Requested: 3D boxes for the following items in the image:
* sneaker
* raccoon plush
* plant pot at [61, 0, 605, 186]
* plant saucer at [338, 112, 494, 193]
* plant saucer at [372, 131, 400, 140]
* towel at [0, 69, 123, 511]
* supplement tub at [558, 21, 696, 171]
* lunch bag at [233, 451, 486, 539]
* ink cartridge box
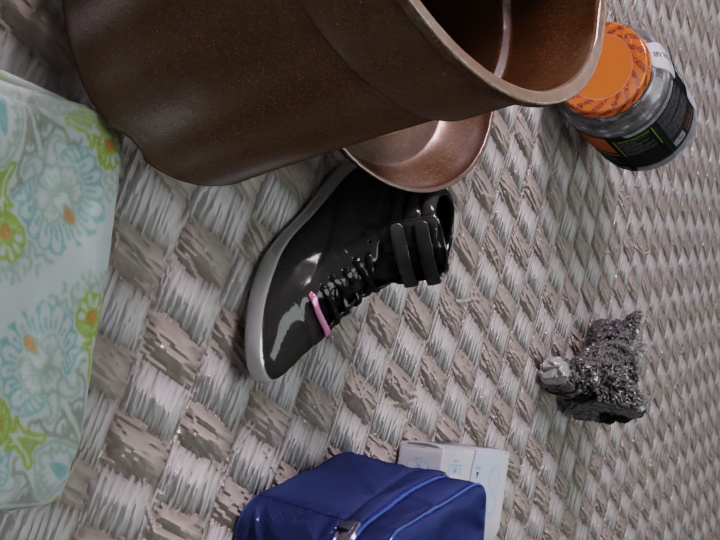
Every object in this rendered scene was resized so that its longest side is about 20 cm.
[{"bbox_3d":[0.000,0.000,0.820,0.200,0.099,0.071,-58,145,-38],"label":"sneaker"},{"bbox_3d":[0.274,0.090,1.389,0.200,0.096,0.135,45,48,-56],"label":"raccoon plush"},{"bbox_3d":[-0.023,-0.138,0.570,0.200,0.198,0.201,25,56,-43],"label":"plant pot"},{"bbox_3d":[0.015,-0.148,0.831,0.200,0.037,0.202,12,72,-42],"label":"plant saucer"},{"bbox_3d":[-0.019,-0.177,0.757,0.200,0.032,0.201,13,72,-43],"label":"plant saucer"},{"bbox_3d":[-0.176,0.007,0.536,0.171,0.048,0.201,17,81,-62],"label":"towel"},{"bbox_3d":[0.282,-0.186,1.305,0.200,0.122,0.123,22,76,-63],"label":"supplement tub"},{"bbox_3d":[0.008,0.213,0.841,0.200,0.132,0.137,-17,110,-61],"label":"lunch bag"},{"bbox_3d":[0.073,0.252,1.067,0.160,0.047,0.201,19,76,-63],"label":"ink cartridge box"}]
